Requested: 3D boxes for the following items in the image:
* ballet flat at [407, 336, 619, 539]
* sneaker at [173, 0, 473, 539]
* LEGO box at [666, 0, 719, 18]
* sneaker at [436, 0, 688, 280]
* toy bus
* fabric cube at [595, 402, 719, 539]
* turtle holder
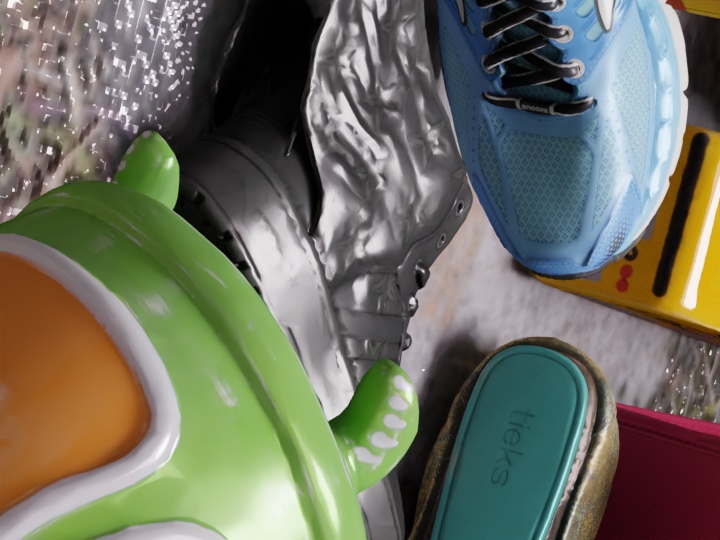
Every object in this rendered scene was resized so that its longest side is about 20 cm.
[{"bbox_3d":[0.032,0.118,0.933,0.071,0.071,0.200,43,67,-54],"label":"ballet flat"},{"bbox_3d":[-0.002,-0.001,0.834,0.104,0.060,0.200,-44,132,-33],"label":"sneaker"},{"bbox_3d":[0.130,-0.203,0.937,0.149,0.077,0.200,-54,141,-30],"label":"LEGO box"},{"bbox_3d":[0.041,-0.089,0.842,0.090,0.078,0.200,-40,125,-58],"label":"sneaker"},{"bbox_3d":[0.141,-0.002,1.030,0.200,0.078,0.065,18,86,-57],"label":"toy bus"},{"bbox_3d":[0.180,0.170,0.997,0.196,0.200,0.199,14,91,-33],"label":"fabric cube"},{"bbox_3d":[-0.077,0.069,0.707,0.132,0.141,0.186,-31,168,-29],"label":"turtle holder"}]
